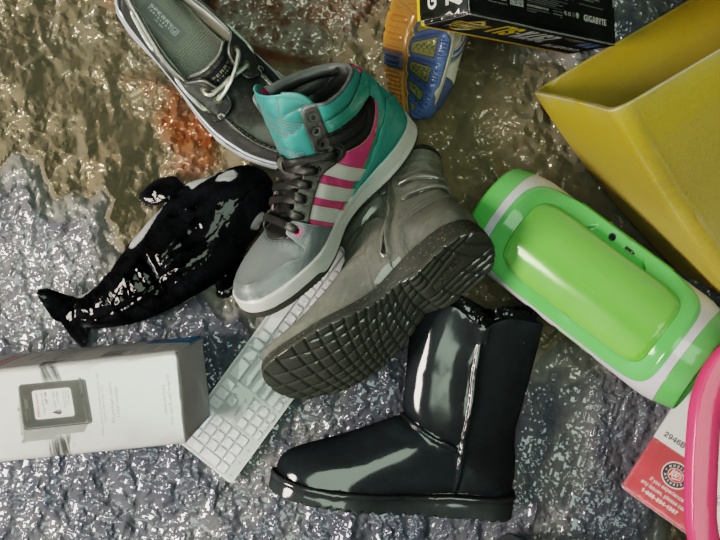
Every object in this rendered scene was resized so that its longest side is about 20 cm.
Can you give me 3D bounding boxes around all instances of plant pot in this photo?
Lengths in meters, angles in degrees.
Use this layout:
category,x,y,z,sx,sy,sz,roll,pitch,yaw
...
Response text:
category,x,y,z,sx,sy,sz,roll,pitch,yaw
plant pot,0.272,-0.095,0.881,0.198,0.200,0.178,-29,104,-1

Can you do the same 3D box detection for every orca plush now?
category,x,y,z,sx,sy,sz,roll,pitch,yaw
orca plush,-0.154,-0.016,0.926,0.198,0.071,0.107,-21,91,-1

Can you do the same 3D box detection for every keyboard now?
category,x,y,z,sx,sy,sz,roll,pitch,yaw
keyboard,-0.064,0.070,0.959,0.056,0.011,0.201,36,90,-1

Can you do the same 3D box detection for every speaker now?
category,x,y,z,sx,sy,sz,roll,pitch,yaw
speaker,0.173,0.011,0.900,0.199,0.088,0.089,39,90,19

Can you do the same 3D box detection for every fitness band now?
category,x,y,z,sx,sy,sz,roll,pitch,yaw
fitness band,0.289,0.133,0.813,0.141,0.037,0.203,3,87,7

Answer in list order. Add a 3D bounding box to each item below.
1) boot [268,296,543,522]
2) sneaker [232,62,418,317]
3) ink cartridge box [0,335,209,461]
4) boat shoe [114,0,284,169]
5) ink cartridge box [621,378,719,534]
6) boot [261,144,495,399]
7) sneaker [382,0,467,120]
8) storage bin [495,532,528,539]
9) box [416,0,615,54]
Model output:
category,x,y,z,sx,sy,sz,roll,pitch,yaw
boot,0.035,0.097,0.927,0.197,0.076,0.171,6,93,-7
sneaker,-0.047,-0.075,0.880,0.201,0.083,0.121,-54,130,-19
ink cartridge box,-0.219,0.096,0.903,0.197,0.116,0.068,-6,93,2
boat shoe,-0.113,-0.150,0.924,0.199,0.071,0.072,40,89,-4
ink cartridge box,0.313,0.123,0.898,0.144,0.084,0.201,33,89,37
boot,0.000,0.000,0.914,0.199,0.131,0.068,-36,132,3
sneaker,0.075,-0.214,0.927,0.087,0.075,0.203,-7,115,-40
storage bin,0.106,0.277,0.880,0.134,0.200,0.146,-34,91,-10
box,0.115,-0.248,0.876,0.049,0.199,0.162,-4,90,41
